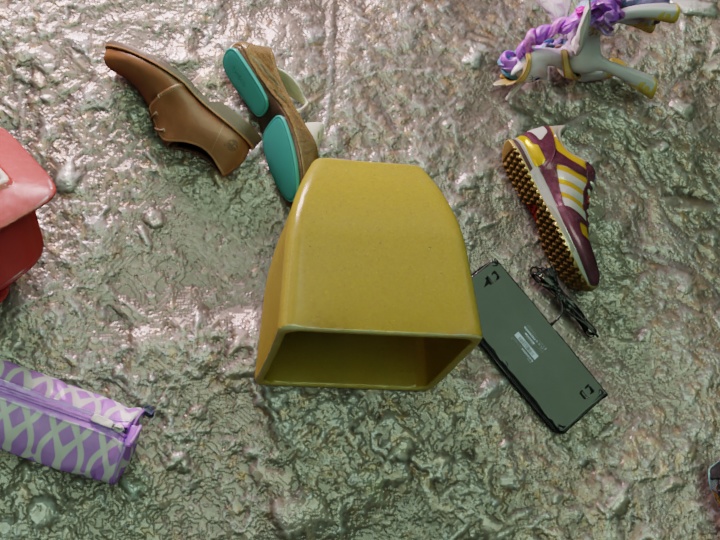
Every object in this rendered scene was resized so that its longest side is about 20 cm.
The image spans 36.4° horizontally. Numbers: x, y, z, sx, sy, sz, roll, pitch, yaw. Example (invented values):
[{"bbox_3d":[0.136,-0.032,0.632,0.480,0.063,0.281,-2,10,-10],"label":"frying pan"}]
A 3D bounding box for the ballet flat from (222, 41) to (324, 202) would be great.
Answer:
[{"bbox_3d":[-0.084,-0.171,1.223,0.072,0.068,0.201,-17,72,-37],"label":"ballet flat"}]

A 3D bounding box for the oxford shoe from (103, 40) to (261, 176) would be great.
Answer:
[{"bbox_3d":[-0.208,-0.177,1.189,0.200,0.071,0.071,37,83,4],"label":"oxford shoe"}]

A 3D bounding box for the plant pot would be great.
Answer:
[{"bbox_3d":[0.000,0.000,1.117,0.193,0.196,0.201,4,68,-12],"label":"plant pot"}]

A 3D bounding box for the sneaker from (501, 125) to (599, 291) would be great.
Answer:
[{"bbox_3d":[0.242,-0.076,1.253,0.090,0.075,0.201,-22,79,-13],"label":"sneaker"}]

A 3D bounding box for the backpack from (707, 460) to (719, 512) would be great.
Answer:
[{"bbox_3d":[0.487,0.283,1.158,0.175,0.153,0.201,-5,80,-20],"label":"backpack"}]

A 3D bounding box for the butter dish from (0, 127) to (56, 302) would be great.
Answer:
[{"bbox_3d":[-0.390,-0.024,1.064,0.200,0.148,0.199,-32,42,-18],"label":"butter dish"}]

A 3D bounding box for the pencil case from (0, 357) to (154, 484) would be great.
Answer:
[{"bbox_3d":[-0.307,0.141,1.055,0.199,0.086,0.084,19,68,-5],"label":"pencil case"}]

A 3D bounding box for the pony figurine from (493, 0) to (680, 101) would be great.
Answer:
[{"bbox_3d":[0.263,-0.284,1.276,0.199,0.194,0.167,-3,40,-13],"label":"pony figurine"}]

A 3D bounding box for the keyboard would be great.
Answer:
[{"bbox_3d":[0.202,0.071,1.228,0.127,0.021,0.200,-37,85,-15],"label":"keyboard"}]
